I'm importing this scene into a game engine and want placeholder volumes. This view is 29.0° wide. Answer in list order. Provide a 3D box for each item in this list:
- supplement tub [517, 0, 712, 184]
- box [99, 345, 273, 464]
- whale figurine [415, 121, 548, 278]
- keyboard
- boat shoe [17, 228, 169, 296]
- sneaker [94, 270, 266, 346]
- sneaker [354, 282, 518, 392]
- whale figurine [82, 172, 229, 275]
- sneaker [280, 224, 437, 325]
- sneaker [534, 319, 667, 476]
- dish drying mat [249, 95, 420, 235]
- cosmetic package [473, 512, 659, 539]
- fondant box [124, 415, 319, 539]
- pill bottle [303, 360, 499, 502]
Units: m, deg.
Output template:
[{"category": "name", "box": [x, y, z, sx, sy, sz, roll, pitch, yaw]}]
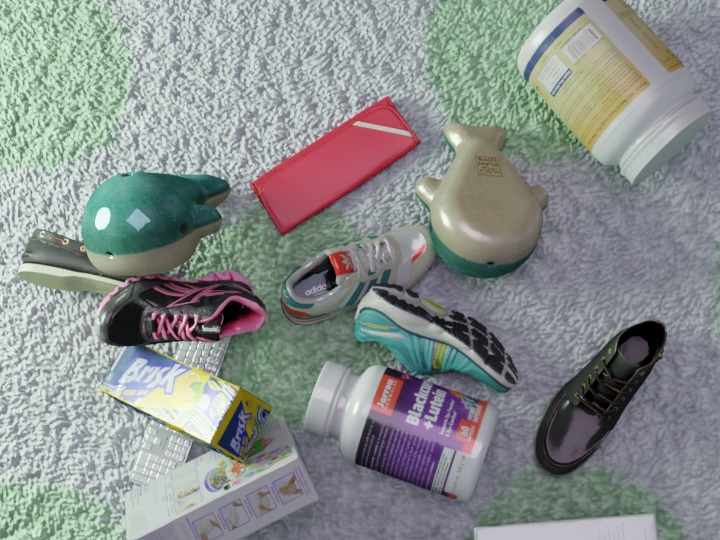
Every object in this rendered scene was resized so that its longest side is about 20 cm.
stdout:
[{"category": "supplement tub", "box": [0.292, -0.212, 1.599, 0.144, 0.145, 0.200, -38, 78, -7]}, {"category": "box", "box": [-0.193, 0.140, 1.519, 0.199, 0.064, 0.071, 18, 74, 42]}, {"category": "whale figurine", "box": [0.137, -0.079, 1.608, 0.157, 0.104, 0.202, 2, 53, -10]}, {"category": "keyboard", "box": [-0.204, 0.153, 1.594, 0.056, 0.011, 0.202, 18, 77, 6]}, {"category": "boat shoe", "box": [-0.290, -0.001, 1.602, 0.199, 0.074, 0.064, 13, 69, 1]}, {"category": "sneaker", "box": [-0.192, 0.051, 1.537, 0.198, 0.095, 0.080, -11, 118, -29]}, {"category": "sneaker", "box": [0.086, 0.086, 1.579, 0.199, 0.078, 0.080, 27, 115, 0]}, {"category": "whale figurine", "box": [-0.226, -0.073, 1.552, 0.158, 0.200, 0.105, 3, 118, 29]}, {"category": "sneaker", "box": [-0.001, 0.000, 1.582, 0.198, 0.093, 0.071, -22, 76, -3]}, {"category": "sneaker", "box": [0.260, 0.134, 1.533, 0.075, 0.106, 0.201, 35, 80, 10]}, {"category": "dish drying mat", "box": [-0.030, -0.126, 1.654, 0.199, 0.018, 0.077, -33, 78, -6]}, {"category": "cosmetic package", "box": [0.223, 0.321, 1.506, 0.198, 0.074, 0.103, -4, 76, 3]}, {"category": "fondant box", "box": [-0.152, 0.243, 1.497, 0.199, 0.144, 0.059, -27, 105, -4]}, {"category": "pill bottle", "box": [0.043, 0.170, 1.529, 0.198, 0.112, 0.112, 19, 77, 6]}]
